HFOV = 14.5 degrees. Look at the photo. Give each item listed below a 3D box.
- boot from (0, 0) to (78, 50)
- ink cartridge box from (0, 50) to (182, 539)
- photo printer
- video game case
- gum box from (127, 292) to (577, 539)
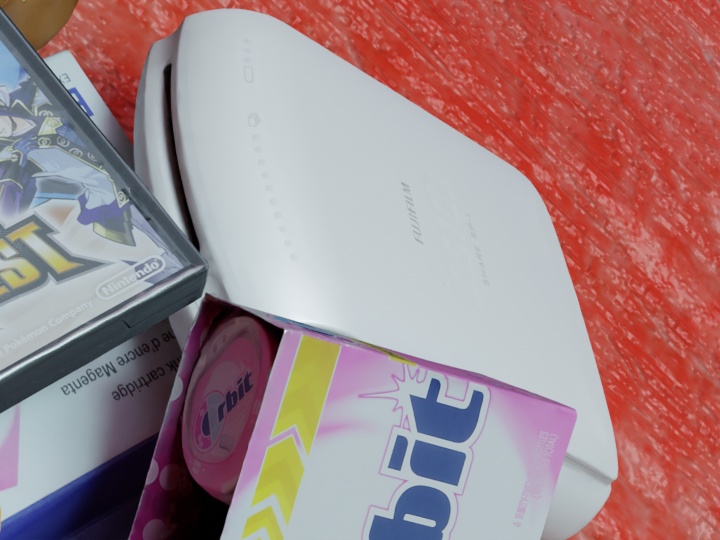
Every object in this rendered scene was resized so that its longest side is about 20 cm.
[{"bbox_3d":[-0.096,-0.152,1.043,0.074,0.155,0.200,39,45,-22],"label":"boot"},{"bbox_3d":[-0.120,0.037,0.981,0.196,0.043,0.200,-30,81,-47],"label":"ink cartridge box"},{"bbox_3d":[0.000,0.000,1.043,0.200,0.069,0.167,30,35,-40],"label":"photo printer"},{"bbox_3d":[-0.180,-0.017,0.905,0.200,0.026,0.181,-30,69,-26],"label":"video game case"},{"bbox_3d":[-0.019,0.121,0.920,0.113,0.066,0.201,16,91,-29],"label":"gum box"}]
